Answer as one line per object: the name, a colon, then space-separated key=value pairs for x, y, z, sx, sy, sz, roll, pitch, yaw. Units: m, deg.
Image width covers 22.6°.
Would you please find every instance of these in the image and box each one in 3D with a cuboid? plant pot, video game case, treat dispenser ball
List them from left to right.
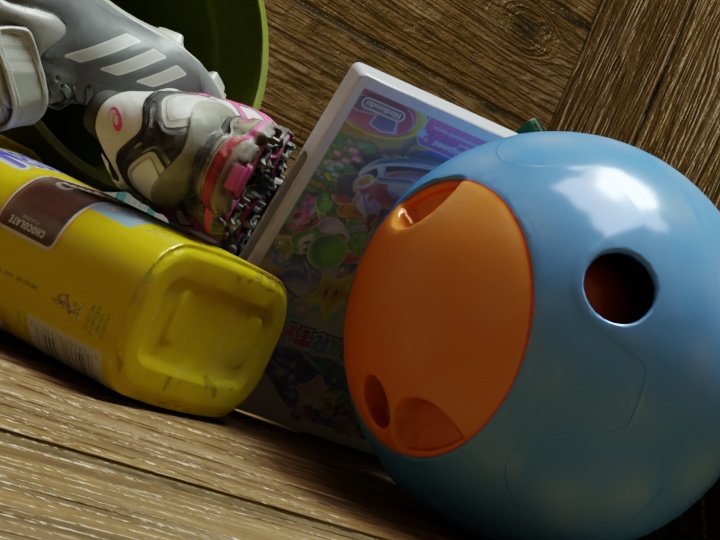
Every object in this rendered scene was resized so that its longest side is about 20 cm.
plant pot: x=-0.192 y=-0.132 z=1.074 sx=0.193 sy=0.201 sz=0.200 roll=-9 pitch=-23 yaw=44
video game case: x=0.008 y=0.002 z=0.949 sx=0.143 sy=0.200 sz=0.018 roll=21 pitch=24 yaw=-27
treat dispenser ball: x=0.091 y=0.034 z=0.860 sx=0.200 sy=0.201 sz=0.201 roll=23 pitch=0 yaw=0

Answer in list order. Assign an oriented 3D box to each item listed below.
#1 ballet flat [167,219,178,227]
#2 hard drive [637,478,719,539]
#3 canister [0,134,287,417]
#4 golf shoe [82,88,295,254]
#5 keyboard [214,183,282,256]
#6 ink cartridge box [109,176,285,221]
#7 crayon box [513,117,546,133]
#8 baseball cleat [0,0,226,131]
ballet flat: x=-0.048 y=0.012 z=1.138 sx=0.200 sy=0.074 sz=0.074 roll=54 pitch=10 yaw=17
hard drive: x=0.211 y=0.124 z=0.917 sx=0.042 sy=0.135 sz=0.200 roll=-18 pitch=22 yaw=-27
canister: x=-0.151 y=-0.006 z=0.887 sx=0.200 sy=0.087 sz=0.148 roll=25 pitch=0 yaw=27
golf shoe: x=-0.085 y=-0.060 z=0.915 sx=0.092 sy=0.073 sz=0.200 roll=27 pitch=-4 yaw=3
keyboard: x=0.000 y=0.000 z=1.044 sx=0.199 sy=0.104 sz=0.040 roll=3 pitch=44 yaw=-1
ink cartridge box: x=-0.181 y=-0.057 z=1.736 sx=0.200 sy=0.147 sz=0.146 roll=23 pitch=0 yaw=17
crayon box: x=0.061 y=0.025 z=1.021 sx=0.127 sy=0.200 sz=0.051 roll=44 pitch=15 yaw=-29
baseball cleat: x=-0.148 y=-0.100 z=0.923 sx=0.070 sy=0.107 sz=0.200 roll=0 pitch=-29 yaw=42
